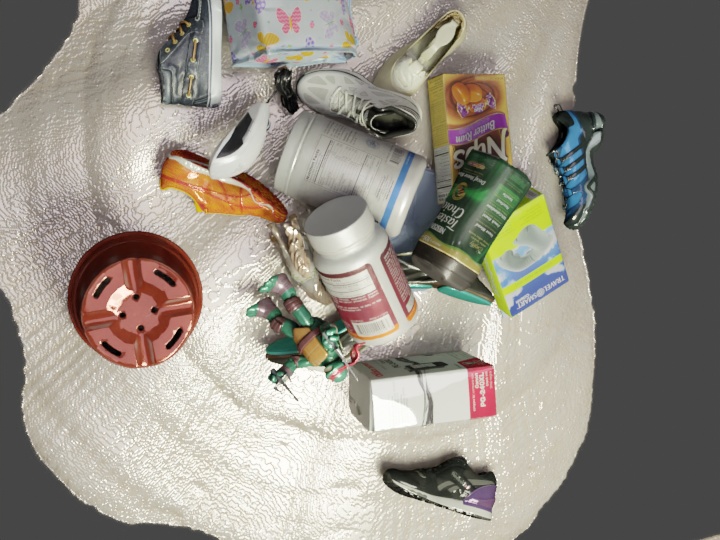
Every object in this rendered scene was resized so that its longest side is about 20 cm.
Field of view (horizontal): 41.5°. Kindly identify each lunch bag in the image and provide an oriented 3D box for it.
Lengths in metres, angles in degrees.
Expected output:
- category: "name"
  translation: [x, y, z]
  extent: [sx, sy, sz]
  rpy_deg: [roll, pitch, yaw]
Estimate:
- category: "lunch bag"
  translation: [-0.098, -0.388, 1.396]
  extent: [0.200, 0.127, 0.170]
  rpy_deg: [-13, 98, -38]

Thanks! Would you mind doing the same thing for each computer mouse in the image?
- category: "computer mouse"
  translation: [-0.149, -0.203, 1.385]
  extent: [0.044, 0.110, 0.200]
  rpy_deg: [31, 70, 9]

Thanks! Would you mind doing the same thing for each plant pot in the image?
- category: "plant pot"
  translation: [-0.314, 0.049, 1.340]
  extent: [0.200, 0.195, 0.202]
  rpy_deg: [-1, 95, -15]

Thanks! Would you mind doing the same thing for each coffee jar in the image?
- category: "coffee jar"
  translation: [0.160, -0.072, 1.406]
  extent: [0.085, 0.104, 0.200]
  rpy_deg: [30, 90, -38]

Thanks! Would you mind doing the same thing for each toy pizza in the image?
- category: "toy pizza"
  translation: [0.080, -0.066, 1.515]
  extent: [0.199, 0.032, 0.201]
  rpy_deg: [-2, 96, -14]

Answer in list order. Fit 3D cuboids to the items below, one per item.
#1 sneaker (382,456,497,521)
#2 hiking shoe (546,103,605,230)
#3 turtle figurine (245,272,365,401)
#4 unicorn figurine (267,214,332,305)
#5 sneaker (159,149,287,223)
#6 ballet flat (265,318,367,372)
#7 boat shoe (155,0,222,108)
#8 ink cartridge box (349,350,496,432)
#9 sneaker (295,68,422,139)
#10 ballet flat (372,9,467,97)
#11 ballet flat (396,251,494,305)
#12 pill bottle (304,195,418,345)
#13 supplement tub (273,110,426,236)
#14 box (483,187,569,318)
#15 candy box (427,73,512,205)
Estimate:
- category: "sneaker"
  translation: [0.131, 0.339, 1.550]
  extent: [0.199, 0.076, 0.088]
  rpy_deg: [22, 74, -18]
- category: "hiking shoe"
  translation: [0.342, -0.167, 1.560]
  extent: [0.086, 0.074, 0.201]
  rpy_deg: [9, 82, -7]
- category: "turtle figurine"
  translation: [-0.080, 0.107, 1.381]
  extent: [0.200, 0.101, 0.150]
  rpy_deg: [50, 117, 16]
- category: "unicorn figurine"
  translation: [-0.084, -0.010, 1.436]
  extent: [0.074, 0.200, 0.138]
  rpy_deg: [-31, 83, 12]
- category: "sneaker"
  translation: [-0.205, -0.114, 1.430]
  extent: [0.199, 0.073, 0.077]
  rpy_deg: [23, 109, -10]
- category: "ballet flat"
  translation: [-0.046, 0.117, 1.475]
  extent: [0.199, 0.068, 0.069]
  rpy_deg: [-22, 113, -11]
- category: "boat shoe"
  translation: [-0.252, -0.339, 1.388]
  extent: [0.091, 0.071, 0.201]
  rpy_deg: [-3, 97, -18]
- category: "ink cartridge box"
  translation: [0.092, 0.185, 1.479]
  extent: [0.199, 0.145, 0.084]
  rpy_deg: [-5, 96, -14]
- category: "sneaker"
  translation: [-0.003, -0.251, 1.420]
  extent: [0.200, 0.115, 0.076]
  rpy_deg: [15, 106, -2]
- category: "ballet flat"
  translation: [0.094, -0.331, 1.480]
  extent: [0.069, 0.069, 0.200]
  rpy_deg: [44, 84, -13]
- category: "ballet flat"
  translation: [0.121, 0.006, 1.484]
  extent: [0.199, 0.068, 0.069]
  rpy_deg: [11, 83, -15]
- category: "pill bottle"
  translation: [0.000, 0.000, 1.369]
  extent: [0.114, 0.114, 0.200]
  rpy_deg: [-31, 123, -10]
- category: "supplement tub"
  translation: [-0.014, -0.143, 1.412]
  extent: [0.199, 0.132, 0.132]
  rpy_deg: [22, 89, 2]
- category: "box"
  translation: [0.258, -0.019, 1.521]
  extent: [0.122, 0.048, 0.200]
  rpy_deg: [-31, 123, -10]
- category: "candy box"
  translation: [0.175, -0.206, 1.496]
  extent: [0.116, 0.056, 0.201]
  rpy_deg: [-5, 91, -25]
